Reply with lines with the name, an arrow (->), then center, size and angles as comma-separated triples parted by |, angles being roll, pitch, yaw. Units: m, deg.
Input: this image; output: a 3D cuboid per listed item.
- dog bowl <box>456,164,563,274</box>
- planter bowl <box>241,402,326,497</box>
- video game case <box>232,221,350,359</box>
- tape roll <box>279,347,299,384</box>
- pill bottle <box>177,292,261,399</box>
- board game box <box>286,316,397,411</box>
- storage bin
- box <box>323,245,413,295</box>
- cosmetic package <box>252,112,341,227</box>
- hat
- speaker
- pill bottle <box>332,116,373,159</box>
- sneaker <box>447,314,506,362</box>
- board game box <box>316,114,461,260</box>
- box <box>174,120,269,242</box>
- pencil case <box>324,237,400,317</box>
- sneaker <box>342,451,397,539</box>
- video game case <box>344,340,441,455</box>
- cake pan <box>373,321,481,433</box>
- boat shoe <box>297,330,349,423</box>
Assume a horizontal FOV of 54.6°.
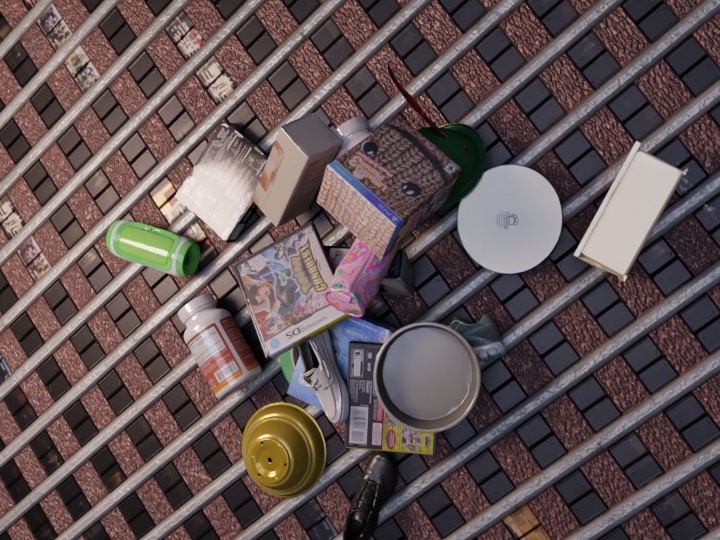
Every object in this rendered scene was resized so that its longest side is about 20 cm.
dog bowl -> 0.280, -0.094, 1.309 | 0.195, 0.079, 0.206 | 1, 92, 16
planter bowl -> -0.175, 0.386, 1.454 | 0.195, 0.083, 0.206 | 1, 92, 16
video game case -> -0.130, 0.036, 1.312 | 0.178, 0.026, 0.203 | -28, 68, 6
tape roll -> -0.069, 0.168, 1.434 | 0.195, 0.048, 0.206 | 1, 93, 15
pill bottle -> -0.301, 0.156, 1.469 | 0.111, 0.112, 0.203 | -33, 82, 14
board game box -> -0.024, 0.187, 1.375 | 0.196, 0.043, 0.203 | 21, 99, 13
storage bin -> 0.455, -0.094, 1.195 | 0.092, 0.198, 0.203 | 29, 99, 15
box -> 0.000, 0.000, 1.371 | 0.195, 0.117, 0.062 | 4, 73, 17
cosmetic package -> -0.128, -0.194, 1.366 | 0.087, 0.103, 0.201 | 46, 135, 12
hat -> 0.110, -0.236, 1.278 | 0.167, 0.175, 0.200 | -54, 48, 7
speaker -> -0.452, -0.050, 1.521 | 0.196, 0.088, 0.091 | 17, 96, 15
pill bottle -> 0.019, -0.191, 1.364 | 0.112, 0.113, 0.203 | -30, 84, 15
sneaker -> 0.182, 0.138, 1.358 | 0.195, 0.078, 0.094 | -11, 72, 13
board game box -> 0.050, -0.149, 1.216 | 0.159, 0.200, 0.098 | 41, 145, 12
box -> -0.282, -0.188, 1.488 | 0.159, 0.043, 0.202 | 38, 101, 12
pencil case -> 0.012, -0.017, 1.248 | 0.086, 0.088, 0.202 | 24, 65, 13
sneaker -> 0.018, 0.463, 1.397 | 0.074, 0.091, 0.205 | 18, 95, 16
video game case -> 0.061, 0.242, 1.323 | 0.176, 0.025, 0.206 | 3, 95, 6
cake pan -> 0.122, 0.193, 1.281 | 0.195, 0.037, 0.206 | 0, 94, 6
boat shoe -> -0.078, 0.194, 1.321 | 0.071, 0.065, 0.205 | -16, 86, 46
